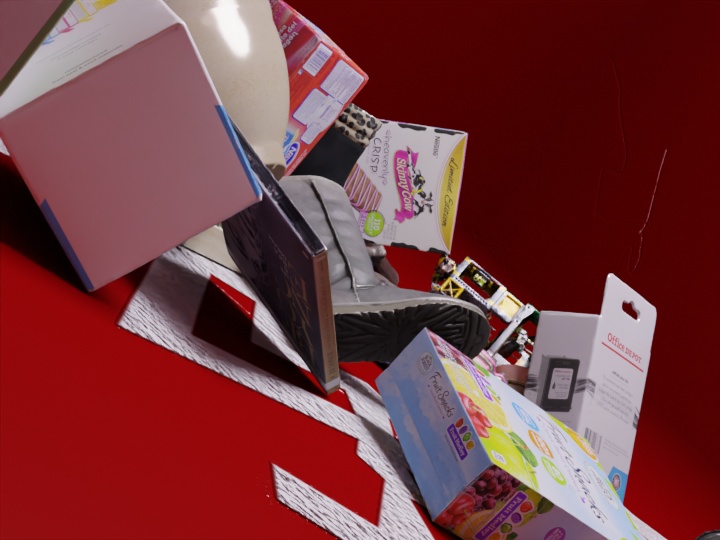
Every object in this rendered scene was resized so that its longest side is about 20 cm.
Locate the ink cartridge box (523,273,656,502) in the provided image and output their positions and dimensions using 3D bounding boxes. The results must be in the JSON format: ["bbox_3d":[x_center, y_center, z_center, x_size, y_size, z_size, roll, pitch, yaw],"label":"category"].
[{"bbox_3d":[0.208,0.113,1.414,0.066,0.202,0.116,2,-18,36],"label":"ink cartridge box"}]

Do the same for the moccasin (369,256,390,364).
[{"bbox_3d":[-0.009,0.013,1.454,0.199,0.068,0.080,39,7,14],"label":"moccasin"}]

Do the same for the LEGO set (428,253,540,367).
[{"bbox_3d":[0.128,0.089,1.698,0.200,0.116,0.154,43,-23,2],"label":"LEGO set"}]

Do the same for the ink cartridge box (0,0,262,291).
[{"bbox_3d":[-0.168,-0.105,0.970,0.200,0.124,0.129,47,-16,56],"label":"ink cartridge box"}]

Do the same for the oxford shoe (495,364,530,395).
[{"bbox_3d":[0.169,0.171,1.477,0.070,0.074,0.200,-3,-36,35],"label":"oxford shoe"}]

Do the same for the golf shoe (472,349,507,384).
[{"bbox_3d":[0.118,0.155,1.290,0.200,0.073,0.092,46,42,-4],"label":"golf shoe"}]

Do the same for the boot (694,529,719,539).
[{"bbox_3d":[0.381,0.308,1.574,0.211,0.079,0.158,48,9,-27],"label":"boot"}]

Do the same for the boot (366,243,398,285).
[{"bbox_3d":[-0.046,-0.061,1.859,0.200,0.072,0.167,42,-5,31],"label":"boot"}]

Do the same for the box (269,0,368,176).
[{"bbox_3d":[-0.102,-0.153,1.481,0.095,0.200,0.099,45,9,33],"label":"box"}]

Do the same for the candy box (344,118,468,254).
[{"bbox_3d":[0.013,-0.100,1.693,0.197,0.138,0.061,8,7,2],"label":"candy box"}]

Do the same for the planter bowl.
[{"bbox_3d":[-0.135,-0.113,1.184,0.136,0.199,0.200,64,11,9],"label":"planter bowl"}]

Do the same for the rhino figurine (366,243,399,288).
[{"bbox_3d":[-0.021,-0.011,1.578,0.087,0.060,0.200,4,32,-44],"label":"rhino figurine"}]

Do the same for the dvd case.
[{"bbox_3d":[-0.063,-0.013,1.086,0.149,0.016,0.201,53,-16,26],"label":"dvd case"}]

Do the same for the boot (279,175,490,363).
[{"bbox_3d":[0.002,-0.002,1.297,0.180,0.073,0.201,8,28,-21],"label":"boot"}]

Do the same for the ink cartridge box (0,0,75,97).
[{"bbox_3d":[-0.258,-0.159,0.899,0.087,0.146,0.200,34,8,-36],"label":"ink cartridge box"}]

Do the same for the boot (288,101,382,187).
[{"bbox_3d":[-0.079,-0.123,1.563,0.203,0.155,0.073,32,4,35],"label":"boot"}]

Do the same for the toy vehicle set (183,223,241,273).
[{"bbox_3d":[-0.126,-0.040,1.349,0.124,0.027,0.200,44,8,32],"label":"toy vehicle set"}]

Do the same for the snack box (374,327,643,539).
[{"bbox_3d":[0.117,0.154,1.141,0.199,0.068,0.169,36,16,-32],"label":"snack box"}]
